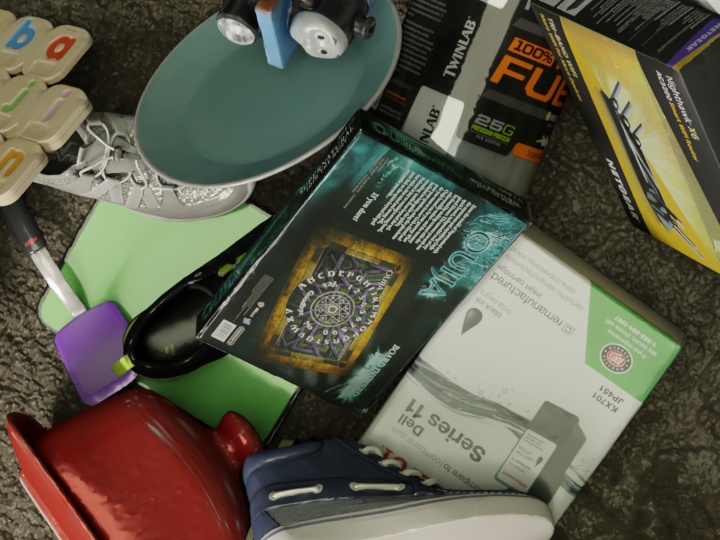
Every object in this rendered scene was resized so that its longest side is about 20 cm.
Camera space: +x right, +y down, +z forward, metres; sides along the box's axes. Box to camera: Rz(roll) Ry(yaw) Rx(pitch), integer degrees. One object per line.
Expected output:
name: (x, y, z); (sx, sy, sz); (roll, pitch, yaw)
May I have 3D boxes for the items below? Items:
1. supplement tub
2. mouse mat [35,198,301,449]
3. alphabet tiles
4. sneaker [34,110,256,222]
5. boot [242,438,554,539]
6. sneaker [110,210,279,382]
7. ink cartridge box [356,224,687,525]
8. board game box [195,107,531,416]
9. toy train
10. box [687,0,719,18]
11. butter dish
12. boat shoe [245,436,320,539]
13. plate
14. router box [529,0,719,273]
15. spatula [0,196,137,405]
supplement tub: (0.085, -0.146, 1.428); (0.122, 0.123, 0.201); (23, 99, 6)
mouse mat: (-0.117, 0.018, 1.533); (0.200, 0.008, 0.161); (31, 99, 5)
alphabet tiles: (-0.278, -0.101, 1.473); (0.200, 0.015, 0.196); (16, 61, 39)
sneaker: (-0.170, -0.074, 1.489); (0.199, 0.082, 0.075); (5, 93, 12)
boot: (0.024, 0.148, 1.407); (0.199, 0.073, 0.091); (-3, 51, -15)
sneaker: (-0.082, 0.019, 1.477); (0.200, 0.083, 0.072); (-36, 89, 3)
ink cartridge box: (0.107, 0.087, 1.464); (0.146, 0.083, 0.200); (35, 100, 5)
board game box: (0.000, 0.000, 1.401); (0.135, 0.028, 0.200); (27, 122, -21)
toy train: (-0.017, -0.224, 1.424); (0.114, 0.087, 0.200); (21, 66, 18)
box: (0.203, -0.237, 1.359); (0.097, 0.200, 0.177); (-43, 87, 6)
butter dish: (-0.133, 0.151, 1.464); (0.148, 0.199, 0.200); (-35, 87, -4)
boat shoe: (-0.039, 0.189, 1.445); (0.063, 0.202, 0.074); (-1, 127, 14)
plate: (-0.060, -0.123, 1.442); (0.200, 0.200, 0.026); (-23, 132, 10)
router box: (0.203, -0.088, 1.353); (0.052, 0.157, 0.200); (-39, 125, -12)
spatula: (-0.222, -0.001, 1.534); (0.056, 0.021, 0.200); (-31, 88, 4)
